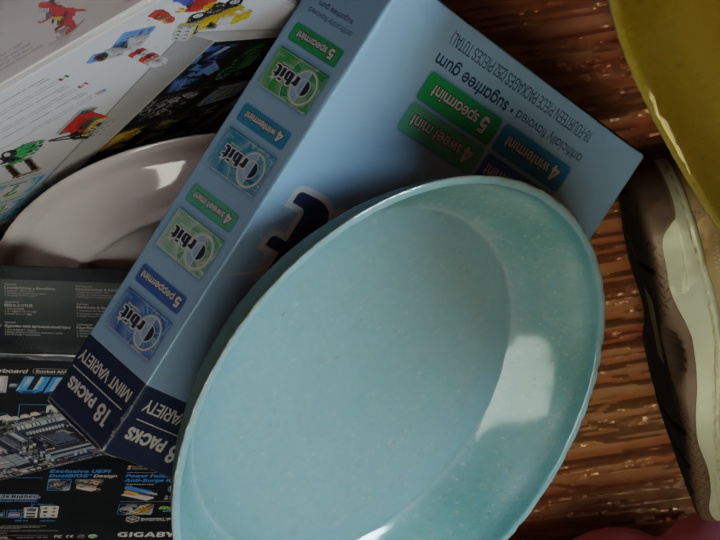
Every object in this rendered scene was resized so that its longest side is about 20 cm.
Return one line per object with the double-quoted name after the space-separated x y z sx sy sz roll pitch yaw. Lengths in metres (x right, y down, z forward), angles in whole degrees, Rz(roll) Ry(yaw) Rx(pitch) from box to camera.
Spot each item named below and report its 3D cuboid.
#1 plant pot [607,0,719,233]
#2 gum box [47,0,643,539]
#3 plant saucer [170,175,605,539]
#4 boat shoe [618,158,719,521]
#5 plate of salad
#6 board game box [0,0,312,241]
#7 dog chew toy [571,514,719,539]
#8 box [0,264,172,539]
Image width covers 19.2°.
0.204 -0.071 0.774 0.142 0.200 0.200 -33 130 -5 "plant pot"
0.000 0.000 0.819 0.170 0.045 0.200 28 95 -47 "gum box"
0.006 0.049 0.796 0.199 0.036 0.201 -22 130 -29 "plant saucer"
0.167 0.031 0.937 0.076 0.072 0.200 -17 132 -2 "boat shoe"
-0.056 -0.003 0.901 0.199 0.048 0.200 -5 145 -3 "plate of salad"
-0.107 -0.069 0.812 0.199 0.035 0.126 -26 162 21 "board game box"
0.121 0.184 1.047 0.199 0.125 0.125 -27 129 11 "dog chew toy"
-0.149 0.060 0.893 0.199 0.046 0.159 2 144 -12 "box"
